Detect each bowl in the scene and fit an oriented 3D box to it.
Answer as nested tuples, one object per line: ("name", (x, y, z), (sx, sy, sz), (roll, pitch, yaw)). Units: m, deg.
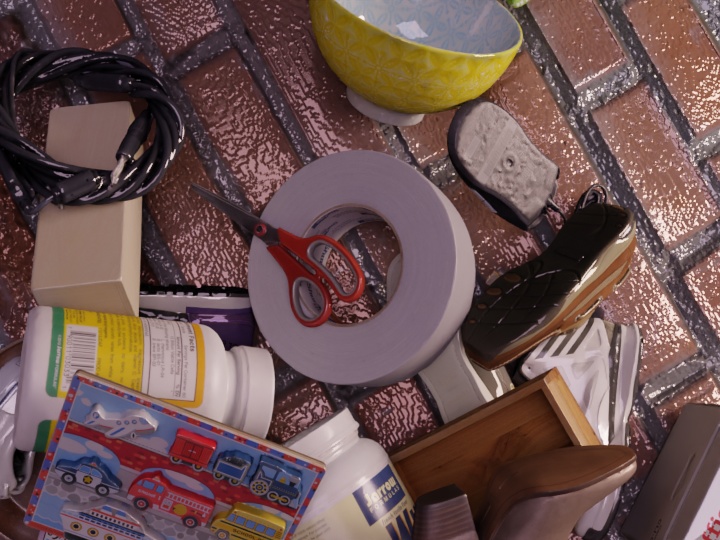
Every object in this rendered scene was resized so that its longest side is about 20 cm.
("bowl", (0.038, -0.199, 0.856), (0.197, 0.201, 0.109), (20, 125, 0))

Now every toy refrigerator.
("toy refrigerator", (-0.235, -0.050, 0.822), (0.074, 0.070, 0.203), (-7, 55, -3))

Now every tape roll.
("tape roll", (0.000, 0.000, 0.830), (0.197, 0.066, 0.205), (-4, 81, 22))

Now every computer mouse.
("computer mouse", (0.133, -0.056, 0.865), (0.198, 0.046, 0.142), (30, 82, -28))

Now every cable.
("cable", (-0.245, -0.138, 0.811), (0.161, 0.051, 0.201), (-24, 57, -15))

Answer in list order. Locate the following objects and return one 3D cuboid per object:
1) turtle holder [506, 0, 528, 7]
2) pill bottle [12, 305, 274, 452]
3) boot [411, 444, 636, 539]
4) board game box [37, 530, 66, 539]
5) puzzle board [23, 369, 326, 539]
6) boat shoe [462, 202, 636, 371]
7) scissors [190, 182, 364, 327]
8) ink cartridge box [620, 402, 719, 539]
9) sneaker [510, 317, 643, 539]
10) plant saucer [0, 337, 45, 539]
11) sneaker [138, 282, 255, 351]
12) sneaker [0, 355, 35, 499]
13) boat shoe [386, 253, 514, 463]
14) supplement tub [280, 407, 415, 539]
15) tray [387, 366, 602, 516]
("turtle holder", (0.171, -0.325, 0.860), (0.184, 0.131, 0.143), (35, 60, -21))
("pill bottle", (-0.175, 0.096, 0.764), (0.196, 0.112, 0.115), (8, 83, -22))
("boot", (0.127, 0.228, 0.718), (0.196, 0.070, 0.149), (-13, 98, -1))
("board game box", (-0.204, 0.325, 0.816), (0.196, 0.043, 0.203), (18, 95, 0))
("puzzle board", (-0.144, 0.173, 0.709), (0.197, 0.017, 0.152), (23, 114, -9))
("boat shoe", (0.179, 0.025, 0.833), (0.199, 0.075, 0.075), (-38, 128, -16))
("scissors", (-0.074, -0.034, 0.825), (0.073, 0.014, 0.200), (-47, 67, 12))
("ink cartridge box", (0.359, 0.227, 0.814), (0.198, 0.145, 0.147), (30, 84, 1))
("sneaker", (0.190, 0.140, 0.864), (0.113, 0.076, 0.204), (10, 76, 8))
("plant saucer", (-0.264, 0.154, 0.844), (0.196, 0.034, 0.205), (0, 91, 3))
("sneaker", (-0.195, 0.059, 0.851), (0.196, 0.076, 0.090), (3, 95, 3))
("sneaker", (-0.323, 0.172, 0.795), (0.070, 0.073, 0.201), (36, 93, 7))
("boat shoe", (0.088, 0.074, 0.865), (0.072, 0.060, 0.204), (-32, 80, 36))
("supplement tub", (-0.014, 0.237, 0.800), (0.143, 0.145, 0.202), (-30, 86, -5))
("tray", (0.111, 0.172, 0.810), (0.199, 0.037, 0.100), (-34, 84, 33))
